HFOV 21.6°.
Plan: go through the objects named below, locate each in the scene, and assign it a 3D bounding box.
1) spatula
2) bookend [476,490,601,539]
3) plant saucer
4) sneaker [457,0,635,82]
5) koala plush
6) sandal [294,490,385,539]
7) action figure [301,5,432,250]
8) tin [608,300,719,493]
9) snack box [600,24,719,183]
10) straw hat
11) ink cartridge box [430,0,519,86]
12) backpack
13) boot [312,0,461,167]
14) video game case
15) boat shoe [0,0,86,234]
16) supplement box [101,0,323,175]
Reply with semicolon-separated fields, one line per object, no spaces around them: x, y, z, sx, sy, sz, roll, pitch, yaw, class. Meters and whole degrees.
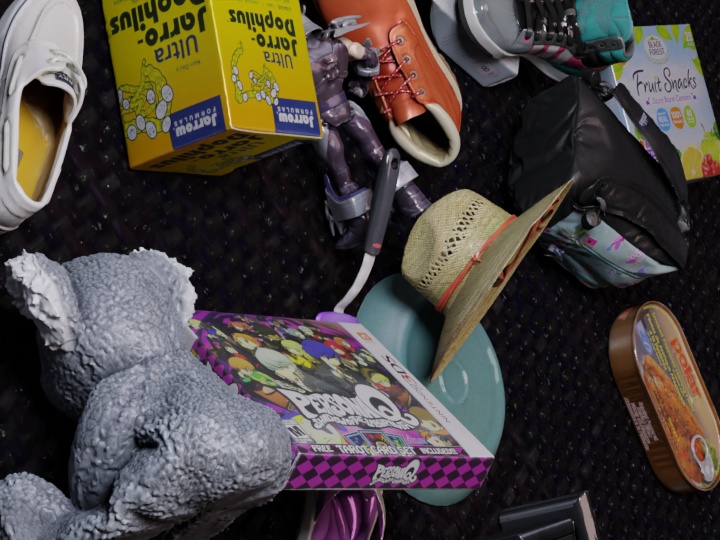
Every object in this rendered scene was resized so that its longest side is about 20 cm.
0.000;0.000;1.499;0.056;0.020;0.202;11;100;-49;spatula
0.127;0.301;1.546;0.198;0.092;0.202;-5;80;-53;bookend
0.068;0.097;1.598;0.199;0.036;0.202;23;59;-45;plant saucer
0.189;-0.231;1.735;0.199;0.120;0.084;12;66;-49;sneaker
-0.149;0.075;1.232;0.177;0.183;0.201;-1;65;-53;koala plush
-0.008;0.190;1.451;0.082;0.050;0.204;42;46;-35;sandal
-0.022;-0.121;1.520;0.129;0.069;0.201;-28;101;-22;action figure
0.308;0.129;1.895;0.112;0.042;0.201;-34;104;-48;tin
0.296;-0.167;1.967;0.199;0.067;0.170;-10;85;-54;snack box
0.082;-0.015;1.529;0.085;0.202;0.201;36;41;6;straw hat
0.082;-0.292;1.760;0.199;0.057;0.164;33;52;-35;ink cartridge box
0.229;-0.071;1.796;0.200;0.126;0.168;37;54;-37;backpack
0.026;-0.177;1.594;0.200;0.075;0.108;50;22;-28;boot
-0.026;0.094;1.368;0.199;0.036;0.181;7;27;-43;video game case
-0.216;-0.118;1.284;0.071;0.069;0.201;40;48;-36;boat shoe
-0.116;-0.183;1.406;0.109;0.108;0.202;0;76;-52;supplement box
